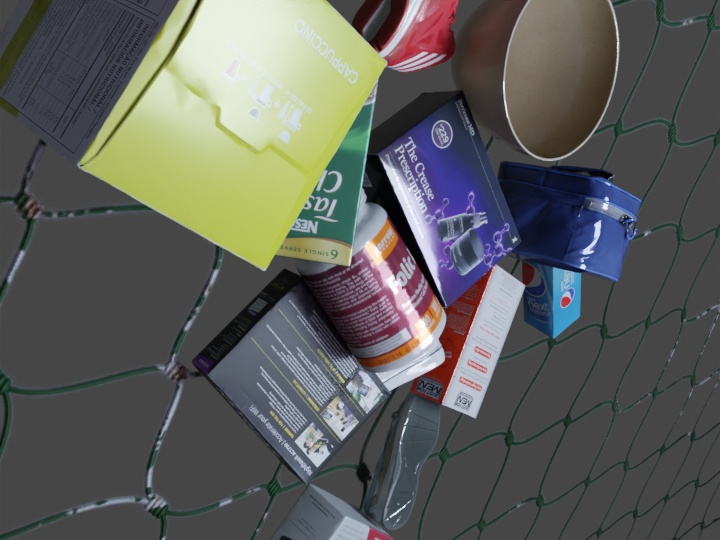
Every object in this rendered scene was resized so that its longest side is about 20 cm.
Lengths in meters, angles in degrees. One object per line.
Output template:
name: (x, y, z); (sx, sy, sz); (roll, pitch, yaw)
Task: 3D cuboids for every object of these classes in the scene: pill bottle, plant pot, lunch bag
pill bottle: (0.000, 0.000, 0.965); (0.114, 0.114, 0.201); (-41, 112, -20)
plant pot: (0.181, -0.237, 1.022); (0.199, 0.134, 0.203); (-16, 115, -36)
lunch bag: (0.265, -0.072, 1.167); (0.135, 0.198, 0.134); (14, 91, -51)

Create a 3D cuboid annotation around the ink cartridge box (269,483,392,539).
ink cartridge box: (-0.068, 0.412, 1.218); (0.201, 0.082, 0.146); (-55, 141, -6)

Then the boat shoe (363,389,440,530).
boat shoe: (0.056, 0.258, 1.265); (0.074, 0.064, 0.205); (18, 86, -40)

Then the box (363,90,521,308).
box: (0.085, -0.082, 1.025); (0.141, 0.078, 0.202); (-40, 117, -27)

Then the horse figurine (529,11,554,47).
horse figurine: (0.255, -0.283, 1.135); (0.132, 0.050, 0.200); (-39, 149, 7)

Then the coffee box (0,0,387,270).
coffee box: (-0.138, -0.155, 0.703); (0.199, 0.197, 0.201); (32, 90, -50)

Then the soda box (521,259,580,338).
soda box: (0.286, 0.000, 1.343); (0.068, 0.064, 0.202); (-34, 134, -26)

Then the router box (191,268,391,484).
router box: (-0.073, 0.122, 1.017); (0.149, 0.051, 0.201); (-45, 121, -16)

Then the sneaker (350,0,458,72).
sneaker: (0.082, -0.295, 0.936); (0.200, 0.079, 0.115); (-44, 155, 19)

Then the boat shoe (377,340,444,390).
boat shoe: (0.018, 0.122, 1.143); (0.198, 0.072, 0.066); (-23, 99, -18)

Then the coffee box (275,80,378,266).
coffee box: (-0.052, -0.111, 0.857); (0.121, 0.044, 0.203); (9, 96, -5)

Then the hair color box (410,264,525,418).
hair color box: (0.150, 0.092, 1.235); (0.101, 0.061, 0.202); (29, 80, -50)
